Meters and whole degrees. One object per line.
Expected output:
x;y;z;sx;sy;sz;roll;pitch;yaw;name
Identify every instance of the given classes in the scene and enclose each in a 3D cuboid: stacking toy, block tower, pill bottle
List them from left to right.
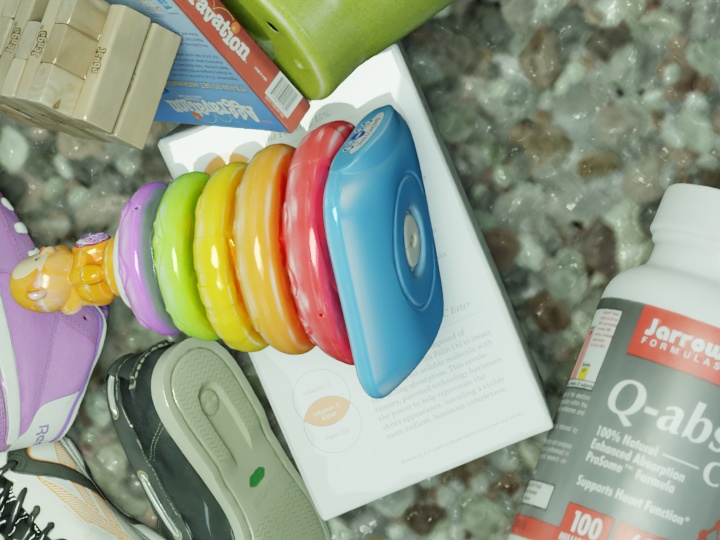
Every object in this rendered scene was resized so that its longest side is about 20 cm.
-0.168;-0.100;1.024;0.054;0.199;0.058;27;79;-43;block tower
-0.069;-0.006;1.027;0.199;0.116;0.110;-5;113;19;stacking toy
0.156;0.068;1.100;0.115;0.116;0.201;22;84;-2;pill bottle

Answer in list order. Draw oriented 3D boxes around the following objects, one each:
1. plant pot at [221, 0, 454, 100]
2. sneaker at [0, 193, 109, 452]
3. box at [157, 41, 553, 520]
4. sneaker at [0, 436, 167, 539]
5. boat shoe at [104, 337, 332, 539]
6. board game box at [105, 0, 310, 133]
-0.006;-0.187;1.011;0.200;0.200;0.193;42;79;-5;plant pot
-0.185;-0.008;1.144;0.114;0.073;0.202;0;81;-33;sneaker
0.000;0.000;1.116;0.124;0.097;0.201;-22;98;5;box
-0.161;0.126;1.149;0.200;0.080;0.074;39;99;-3;sneaker
-0.067;0.127;1.162;0.067;0.072;0.201;-13;108;40;boat shoe
-0.115;-0.108;1.048;0.103;0.200;0.019;49;66;-32;board game box
